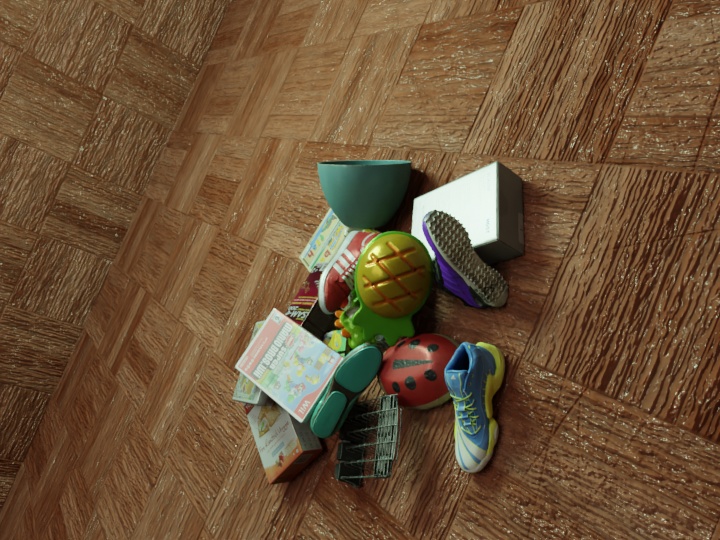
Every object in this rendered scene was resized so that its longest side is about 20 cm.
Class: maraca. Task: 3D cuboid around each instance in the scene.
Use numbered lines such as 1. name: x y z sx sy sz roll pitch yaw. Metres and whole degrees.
1. maraca: 0.054 0.031 1.065 0.107 0.137 0.201 -26 -52 -84

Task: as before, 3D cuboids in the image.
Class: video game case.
1. video game case: -0.138 0.179 1.173 0.200 0.017 0.143 31 84 32
2. video game case: -0.214 0.193 1.296 0.200 0.023 0.183 -19 53 64

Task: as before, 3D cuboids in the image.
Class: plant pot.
1. plant pot: 0.010 -0.164 1.302 0.200 0.200 0.135 17 112 54

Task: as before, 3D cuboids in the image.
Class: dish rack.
1. dish rack: 0.021 0.298 1.074 0.200 0.054 0.154 -31 48 54

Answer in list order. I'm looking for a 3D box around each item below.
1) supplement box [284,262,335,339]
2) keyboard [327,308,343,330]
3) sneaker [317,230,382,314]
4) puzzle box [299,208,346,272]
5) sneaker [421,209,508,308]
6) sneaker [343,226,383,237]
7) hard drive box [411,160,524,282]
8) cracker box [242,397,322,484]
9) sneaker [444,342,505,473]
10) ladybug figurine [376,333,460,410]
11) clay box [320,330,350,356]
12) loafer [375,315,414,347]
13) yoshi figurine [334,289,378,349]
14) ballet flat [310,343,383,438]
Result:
1. supplement box: -0.100 0.077 1.334 0.109 0.061 0.200 -3 51 55
2. keyboard: -0.024 0.095 1.321 0.200 0.011 0.057 -16 63 47
3. sneaker: 0.000 0.000 1.167 0.112 0.071 0.200 1 50 33
4. puzzle box: -0.067 -0.078 1.462 0.200 0.025 0.133 -57 37 11
5. sneaker: 0.150 -0.008 1.013 0.099 0.200 0.070 -17 28 53
6. sneaker: 0.033 -0.046 1.273 0.200 0.076 0.076 18 82 53
7. hard drive box: 0.188 -0.082 1.098 0.200 0.077 0.156 -20 55 45
8. cracker box: -0.168 0.324 1.281 0.134 0.058 0.200 -50 50 30
9. sneaker: 0.160 0.203 0.939 0.076 0.105 0.201 -11 61 49
10. ladybug figurine: 0.099 0.171 1.064 0.200 0.072 0.136 -20 55 45
11. clay box: -0.087 0.199 1.304 0.200 0.048 0.115 -18 58 44
12. loafer: 0.066 0.048 1.145 0.073 0.072 0.201 -17 44 53
13. yoshi figurine: 0.008 0.076 1.227 0.112 0.113 0.200 -16 48 9
14. ballet flat: -0.027 0.210 1.105 0.200 0.067 0.070 -58 2 6
